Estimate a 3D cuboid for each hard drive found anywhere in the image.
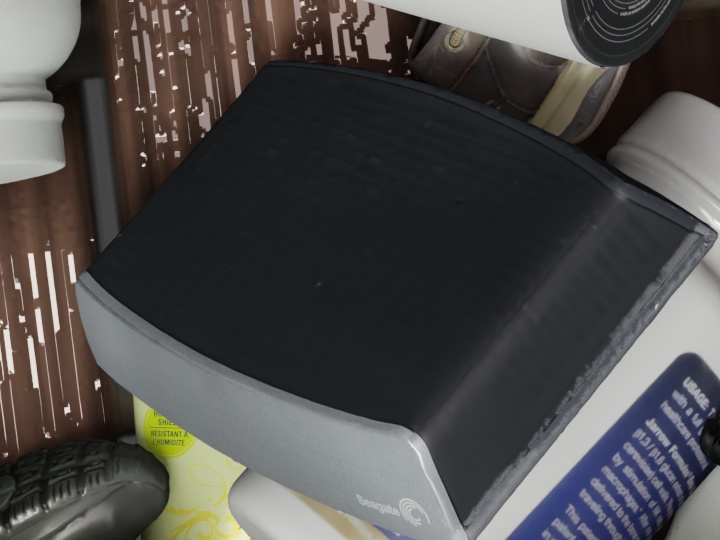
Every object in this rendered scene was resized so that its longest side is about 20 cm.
[{"bbox_3d":[0.000,0.000,0.901,0.135,0.200,0.042,-50,127,-14],"label":"hard drive"}]

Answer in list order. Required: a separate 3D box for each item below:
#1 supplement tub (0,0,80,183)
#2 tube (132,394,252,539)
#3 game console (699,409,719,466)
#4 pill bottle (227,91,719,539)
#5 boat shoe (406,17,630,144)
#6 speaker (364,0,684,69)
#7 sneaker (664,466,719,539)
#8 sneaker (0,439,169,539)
[{"bbox_3d":[-0.165,-0.123,0.921,0.144,0.144,0.200,-7,89,2],"label":"supplement tub"},{"bbox_3d":[-0.047,0.109,0.999,0.058,0.052,0.200,1,92,-33],"label":"tube"},{"bbox_3d":[0.215,0.089,0.915,0.200,0.119,0.172,31,96,-34],"label":"game console"},{"bbox_3d":[0.062,0.040,0.949,0.111,0.111,0.200,45,81,-3],"label":"pill bottle"},{"bbox_3d":[0.072,-0.140,0.952,0.073,0.074,0.200,18,95,-15],"label":"boat shoe"},{"bbox_3d":[0.003,-0.124,0.911,0.200,0.081,0.081,18,97,34],"label":"speaker"},{"bbox_3d":[0.073,0.149,0.969,0.130,0.079,0.199,7,106,-22],"label":"sneaker"},{"bbox_3d":[-0.134,0.134,0.997,0.200,0.076,0.091,-39,101,15],"label":"sneaker"}]
